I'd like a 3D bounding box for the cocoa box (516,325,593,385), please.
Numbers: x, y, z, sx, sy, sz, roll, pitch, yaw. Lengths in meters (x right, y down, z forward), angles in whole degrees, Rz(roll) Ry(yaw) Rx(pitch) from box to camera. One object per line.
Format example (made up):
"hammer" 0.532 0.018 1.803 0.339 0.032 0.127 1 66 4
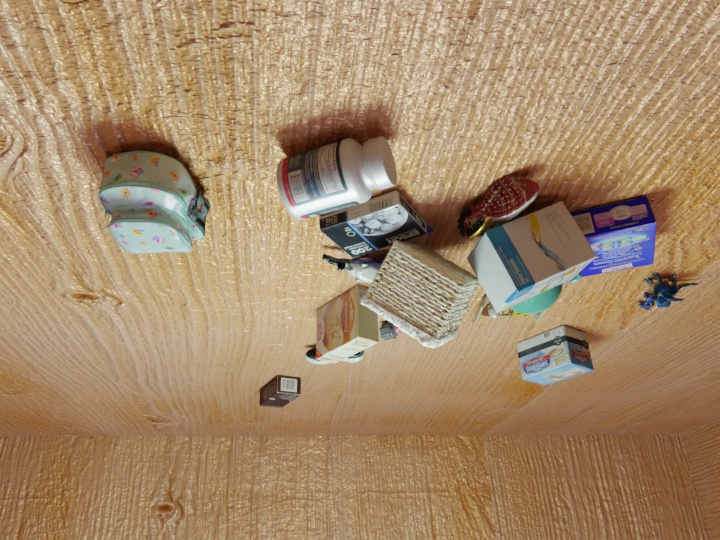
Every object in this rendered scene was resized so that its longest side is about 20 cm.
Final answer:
"cocoa box" 0.641 0.286 1.988 0.133 0.132 0.200 19 146 -34

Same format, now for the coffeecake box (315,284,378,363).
"coffeecake box" -0.040 0.152 1.665 0.073 0.155 0.200 19 145 -33

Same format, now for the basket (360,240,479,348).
"basket" 0.143 0.049 1.342 0.199 0.162 0.198 32 -167 19

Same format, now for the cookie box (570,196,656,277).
"cookie box" 0.575 -0.071 1.374 0.170 0.076 0.200 -12 150 18

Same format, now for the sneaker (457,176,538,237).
"sneaker" 0.294 -0.133 1.257 0.082 0.078 0.200 0 159 -36

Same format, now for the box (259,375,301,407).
"box" -0.316 0.475 2.340 0.099 0.075 0.200 12 151 -25

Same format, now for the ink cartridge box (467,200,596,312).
"ink cartridge box" 0.363 -0.028 1.288 0.199 0.145 0.147 -22 162 -13

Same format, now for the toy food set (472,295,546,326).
"toy food set" 0.435 0.125 1.747 0.198 0.061 0.144 -1 152 -1

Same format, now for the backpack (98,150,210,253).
"backpack" -0.394 -0.125 1.131 0.174 0.154 0.201 1 146 6

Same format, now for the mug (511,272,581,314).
"mug" 0.409 0.003 1.434 0.185 0.152 0.114 -38 141 5

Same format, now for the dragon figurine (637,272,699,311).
"dragon figurine" 0.829 0.066 1.622 0.198 0.100 0.059 8 151 -18

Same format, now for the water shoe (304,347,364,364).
"water shoe" -0.088 0.257 1.974 0.198 0.072 0.079 -4 125 6

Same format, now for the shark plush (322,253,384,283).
"shark plush" 0.000 0.000 1.468 0.198 0.083 0.092 1 114 -18

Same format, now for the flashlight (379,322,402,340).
"flashlight" 0.149 0.166 1.796 0.199 0.068 0.068 -20 149 28

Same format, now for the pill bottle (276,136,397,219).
"pill bottle" -0.040 -0.173 1.093 0.199 0.120 0.120 -13 150 19

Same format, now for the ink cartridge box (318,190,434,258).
"ink cartridge box" 0.041 -0.088 1.340 0.197 0.044 0.200 -17 150 25
